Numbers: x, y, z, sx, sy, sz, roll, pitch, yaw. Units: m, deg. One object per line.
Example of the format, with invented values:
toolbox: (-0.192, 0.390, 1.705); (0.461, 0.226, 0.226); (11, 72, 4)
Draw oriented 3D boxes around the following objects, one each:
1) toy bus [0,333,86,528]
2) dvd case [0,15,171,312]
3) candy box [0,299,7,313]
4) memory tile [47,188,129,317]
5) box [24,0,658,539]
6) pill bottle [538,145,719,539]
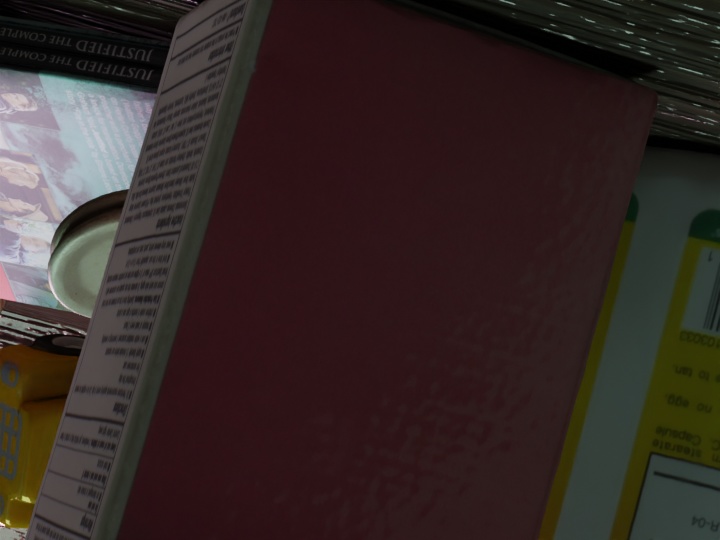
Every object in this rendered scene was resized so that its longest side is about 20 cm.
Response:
toy bus: (-0.037, 0.062, 1.035); (0.200, 0.065, 0.078); (0, -167, -36)
dvd case: (-0.093, -0.030, 0.914); (0.200, 0.022, 0.146); (11, 149, 17)
candy box: (-0.182, -0.025, 1.066); (0.117, 0.057, 0.200); (17, 154, -12)
memory tile: (-0.008, 0.027, 0.905); (0.153, 0.017, 0.200); (-14, 142, 0)
box: (-0.014, 0.035, 0.744); (0.109, 0.200, 0.128); (17, 175, -13)
pill bottle: (0.096, 0.073, 0.836); (0.113, 0.200, 0.113); (15, 175, 1)
